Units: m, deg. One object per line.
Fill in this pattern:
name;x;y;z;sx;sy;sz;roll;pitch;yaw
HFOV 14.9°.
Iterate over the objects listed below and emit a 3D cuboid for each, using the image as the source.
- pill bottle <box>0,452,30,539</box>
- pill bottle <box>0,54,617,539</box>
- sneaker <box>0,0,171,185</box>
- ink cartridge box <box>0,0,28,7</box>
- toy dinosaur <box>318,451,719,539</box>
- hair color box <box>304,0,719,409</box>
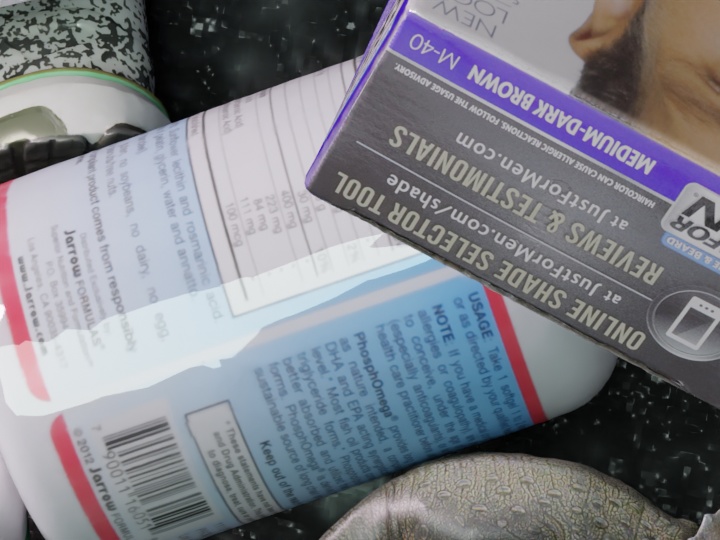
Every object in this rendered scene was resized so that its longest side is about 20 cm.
pill bottle;-0.141;0.137;0.764;0.112;0.113;0.201;12;127;18
pill bottle;0.000;0.000;0.735;0.199;0.109;0.109;-19;86;4
sneaker;-0.138;-0.044;0.825;0.199;0.077;0.089;-9;58;20
ink cartridge box;-0.062;-0.123;0.683;0.200;0.173;0.044;-33;80;49
toy dinosaur;0.047;0.085;0.729;0.199;0.077;0.103;18;116;4
hair color box;0.070;-0.072;0.658;0.109;0.200;0.065;27;133;-5
